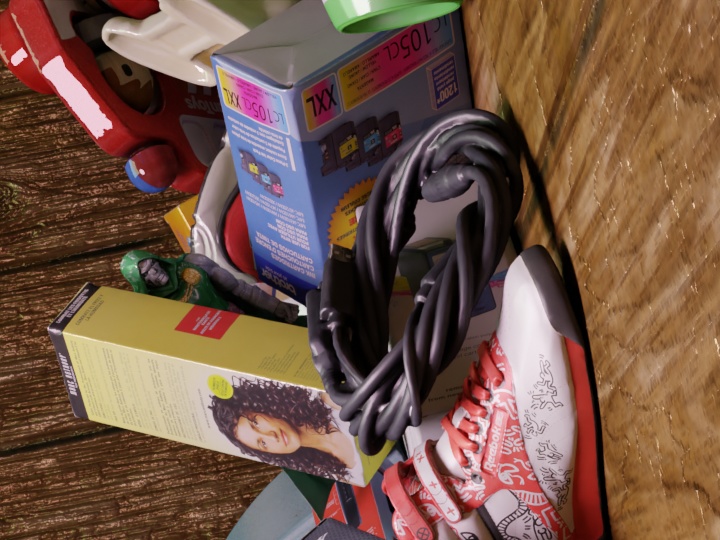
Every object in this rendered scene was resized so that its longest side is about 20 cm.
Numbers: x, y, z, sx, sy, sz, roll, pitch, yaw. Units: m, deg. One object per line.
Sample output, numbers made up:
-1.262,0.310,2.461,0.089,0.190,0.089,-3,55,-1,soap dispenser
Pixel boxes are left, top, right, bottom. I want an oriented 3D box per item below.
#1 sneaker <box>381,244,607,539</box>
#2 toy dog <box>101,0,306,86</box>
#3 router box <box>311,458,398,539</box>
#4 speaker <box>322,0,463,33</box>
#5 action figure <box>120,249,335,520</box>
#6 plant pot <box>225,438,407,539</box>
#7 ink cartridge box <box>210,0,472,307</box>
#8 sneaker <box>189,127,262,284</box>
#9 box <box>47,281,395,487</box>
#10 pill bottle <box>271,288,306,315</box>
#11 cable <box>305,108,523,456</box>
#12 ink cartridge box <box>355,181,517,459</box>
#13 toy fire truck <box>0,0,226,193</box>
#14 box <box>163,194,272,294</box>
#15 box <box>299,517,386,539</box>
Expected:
0.062,0.086,1.293,0.067,0.107,0.202,-106,5,-56,sneaker
-0.042,-0.214,1.580,0.140,0.193,0.201,148,141,-70,toy dog
0.057,0.220,1.624,0.200,0.049,0.180,44,-166,-25,router box
0.001,-0.237,1.418,0.088,0.088,0.201,118,140,-86,speaker
-0.066,0.050,1.554,0.055,0.200,0.118,-17,42,59,action figure
-0.008,0.239,1.875,0.197,0.200,0.196,56,-177,-11,plant pot
-0.001,-0.066,1.540,0.076,0.136,0.201,30,142,40,ink cartridge box
-0.045,-0.074,1.641,0.077,0.085,0.201,105,-176,-63,sneaker
-0.079,0.063,1.470,0.050,0.199,0.075,-53,-38,-40,box
0.000,0.000,1.689,0.116,0.115,0.201,84,-171,-68,pill bottle
0.033,0.006,1.336,0.051,0.163,0.200,32,-155,-20,cable
0.062,0.066,1.463,0.200,0.087,0.146,-102,1,-52,ink cartridge box
-0.138,-0.125,1.681,0.200,0.112,0.168,4,-127,-60,toy fire truck
-0.034,-0.038,1.936,0.119,0.200,0.041,60,158,-1,box
0.056,0.219,1.296,0.200,0.051,0.158,15,139,49,box
